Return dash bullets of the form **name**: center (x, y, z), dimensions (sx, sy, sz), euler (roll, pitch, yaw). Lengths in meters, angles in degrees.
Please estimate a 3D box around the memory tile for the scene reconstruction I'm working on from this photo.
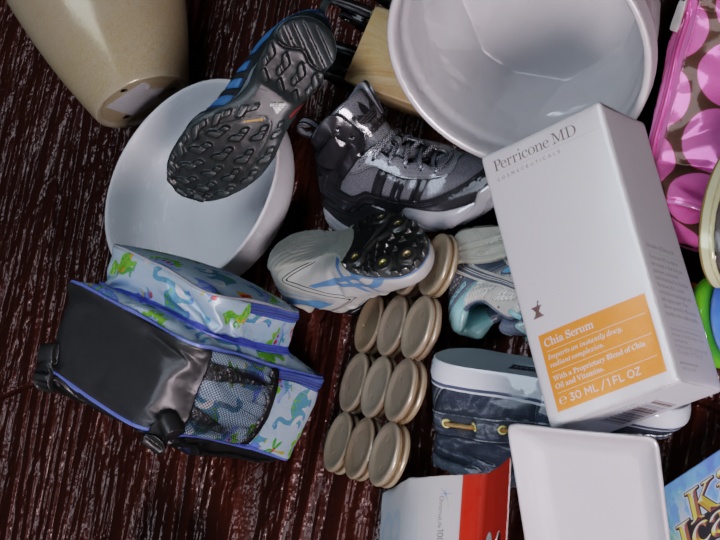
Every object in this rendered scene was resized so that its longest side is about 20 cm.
- **memory tile**: center (0.024, 0.068, 1.404), dimensions (0.153, 0.017, 0.201), euler (-3, 71, 68)

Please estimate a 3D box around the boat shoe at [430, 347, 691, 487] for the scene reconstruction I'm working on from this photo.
- **boat shoe**: center (0.143, 0.116, 1.302), dimensions (0.199, 0.071, 0.091), euler (9, 106, 29)

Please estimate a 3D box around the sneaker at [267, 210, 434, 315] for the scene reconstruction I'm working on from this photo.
- **sneaker**: center (0.000, 0.000, 1.429), dimensions (0.072, 0.073, 0.200), euler (-50, 24, -25)

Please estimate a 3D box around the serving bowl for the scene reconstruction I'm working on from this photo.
- **serving bowl**: center (-0.133, -0.066, 1.591), dimensions (0.199, 0.066, 0.201), euler (-15, 62, 31)

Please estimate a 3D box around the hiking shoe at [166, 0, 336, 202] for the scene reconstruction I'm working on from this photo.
- **hiking shoe**: center (-0.085, -0.138, 1.510), dimensions (0.200, 0.074, 0.087), euler (-44, 11, 21)

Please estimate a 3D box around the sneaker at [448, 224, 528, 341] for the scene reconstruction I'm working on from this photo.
- **sneaker**: center (0.144, 0.012, 1.325), dimensions (0.199, 0.077, 0.087), euler (-12, 58, 49)

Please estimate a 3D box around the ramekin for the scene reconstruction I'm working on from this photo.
- **ramekin**: center (0.128, -0.185, 1.322), dimensions (0.199, 0.201, 0.105), euler (-19, 26, 33)

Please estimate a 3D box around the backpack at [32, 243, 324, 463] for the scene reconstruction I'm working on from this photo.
- **backpack**: center (-0.129, 0.072, 1.449), dimensions (0.183, 0.200, 0.148), euler (22, 88, 39)

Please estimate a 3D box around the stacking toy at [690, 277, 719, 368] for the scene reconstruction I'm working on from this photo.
- **stacking toy**: center (0.243, 0.034, 1.238), dimensions (0.199, 0.085, 0.086), euler (-7, 69, 42)

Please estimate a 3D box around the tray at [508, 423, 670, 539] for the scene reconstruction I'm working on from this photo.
- **tray**: center (0.163, 0.192, 1.203), dimensions (0.107, 0.022, 0.201), euler (3, 115, 30)

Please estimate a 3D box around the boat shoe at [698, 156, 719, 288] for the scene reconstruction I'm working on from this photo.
- **boat shoe**: center (0.287, -0.068, 1.201), dimensions (0.065, 0.073, 0.200), euler (6, 51, 38)

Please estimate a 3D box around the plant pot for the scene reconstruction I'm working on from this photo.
- **plant pot**: center (-0.240, -0.244, 1.695), dimensions (0.187, 0.187, 0.201), euler (-31, 70, 27)

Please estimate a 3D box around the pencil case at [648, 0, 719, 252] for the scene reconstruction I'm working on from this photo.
- **pencil case**: center (0.250, -0.117, 1.277), dimensions (0.091, 0.093, 0.201), euler (-7, 66, 61)

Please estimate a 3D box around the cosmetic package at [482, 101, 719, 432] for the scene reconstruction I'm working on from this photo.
- **cosmetic package**: center (0.162, 0.001, 1.214), dimensions (0.101, 0.071, 0.201), euler (-25, 68, 29)

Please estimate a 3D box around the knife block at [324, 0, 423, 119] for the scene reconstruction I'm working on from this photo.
- **knife block**: center (0.033, -0.160, 1.495), dimensions (0.175, 0.064, 0.201), euler (-29, 57, 29)

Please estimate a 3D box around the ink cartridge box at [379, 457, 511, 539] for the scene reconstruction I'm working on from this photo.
- **ink cartridge box**: center (0.054, 0.224, 1.269), dimensions (0.200, 0.047, 0.161), euler (129, 149, -69)

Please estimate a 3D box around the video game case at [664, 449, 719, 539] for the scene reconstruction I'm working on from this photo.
- **video game case**: center (0.305, 0.174, 1.152), dimensions (0.200, 0.045, 0.182), euler (-38, 52, 23)

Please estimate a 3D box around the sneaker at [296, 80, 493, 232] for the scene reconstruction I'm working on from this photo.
- **sneaker**: center (0.031, -0.093, 1.426), dimensions (0.199, 0.114, 0.076), euler (-6, 31, 41)
